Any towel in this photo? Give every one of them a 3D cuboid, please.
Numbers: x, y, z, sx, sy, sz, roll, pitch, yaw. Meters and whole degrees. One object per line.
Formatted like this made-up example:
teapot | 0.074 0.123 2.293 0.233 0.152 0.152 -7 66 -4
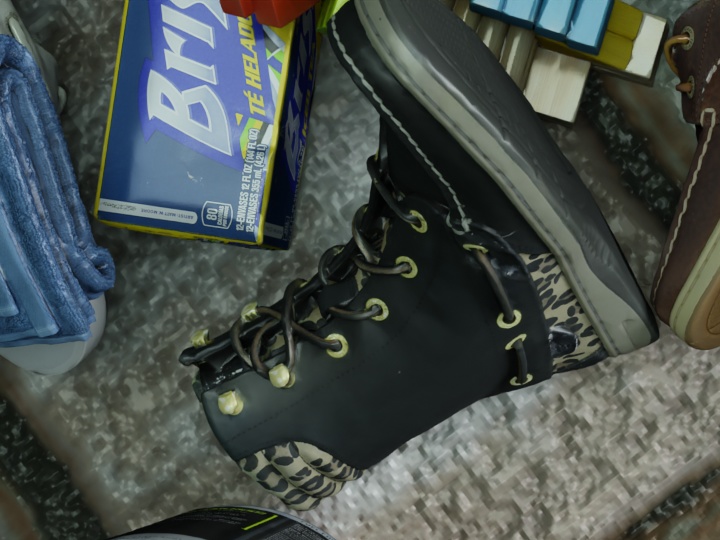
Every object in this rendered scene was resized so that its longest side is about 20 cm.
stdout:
towel | -0.184 -0.019 0.857 0.199 0.049 0.112 -7 110 35

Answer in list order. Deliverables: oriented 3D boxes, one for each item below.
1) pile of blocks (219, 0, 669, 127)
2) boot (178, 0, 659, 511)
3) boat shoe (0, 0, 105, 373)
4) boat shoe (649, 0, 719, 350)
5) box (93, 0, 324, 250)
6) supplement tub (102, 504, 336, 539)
pile of blocks | 0.029 -0.083 0.828 0.199 0.082 0.063 17 90 -31
boot | 0.001 0.002 0.818 0.153 0.204 0.074 -30 51 11
boat shoe | -0.141 -0.061 0.891 0.072 0.066 0.201 -22 102 40
boat shoe | 0.143 -0.072 0.858 0.072 0.072 0.201 26 93 29
box | -0.046 -0.110 0.881 0.064 0.070 0.202 8 89 8
supplement tub | -0.051 0.142 0.808 0.122 0.200 0.124 0 89 9
